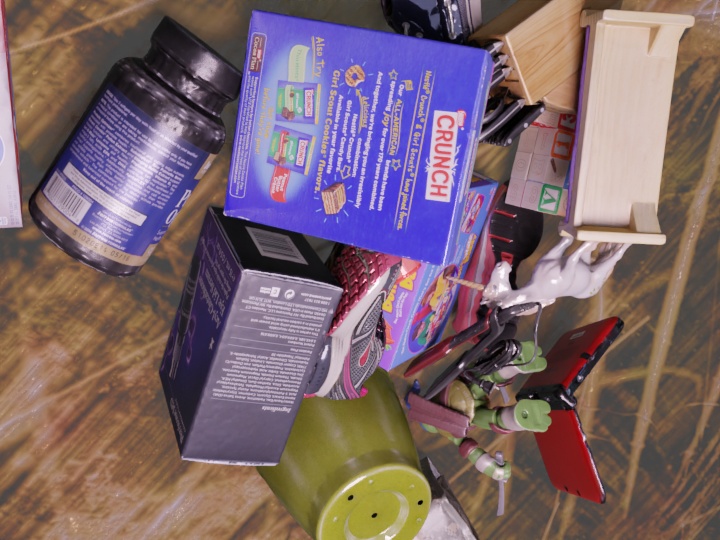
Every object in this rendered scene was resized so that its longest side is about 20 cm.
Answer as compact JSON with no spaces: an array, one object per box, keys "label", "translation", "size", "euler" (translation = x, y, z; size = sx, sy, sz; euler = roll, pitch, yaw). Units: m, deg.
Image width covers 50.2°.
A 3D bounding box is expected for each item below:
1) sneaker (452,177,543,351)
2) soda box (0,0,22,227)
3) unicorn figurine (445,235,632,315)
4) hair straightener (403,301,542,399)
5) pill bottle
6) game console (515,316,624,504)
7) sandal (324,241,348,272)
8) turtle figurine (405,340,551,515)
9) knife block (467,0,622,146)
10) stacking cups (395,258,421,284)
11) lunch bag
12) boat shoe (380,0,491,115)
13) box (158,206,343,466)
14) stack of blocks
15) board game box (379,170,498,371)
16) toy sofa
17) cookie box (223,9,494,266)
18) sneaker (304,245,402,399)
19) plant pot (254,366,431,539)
[{"label":"sneaker","translation":[0.147,-0.011,0.890],"size":[0.073,0.086,0.204],"euler":[19,82,-26]},{"label":"soda box","translation":[-0.308,-0.137,0.607],"size":[0.062,0.070,0.204],"euler":[-5,117,-21]},{"label":"unicorn figurine","translation":[0.213,-0.004,0.813],"size":[0.197,0.074,0.138],"euler":[12,124,-33]},{"label":"hair straightener","translation":[0.131,0.093,0.831],"size":[0.077,0.041,0.200],"euler":[47,131,-1]},{"label":"pill bottle","translation":[-0.185,-0.106,0.656],"size":[0.111,0.112,0.201],"euler":[31,100,-34]},{"label":"game console","translation":[0.270,0.165,0.929],"size":[0.118,0.200,0.173],"euler":[40,81,5]},{"label":"sandal","translation":[0.000,0.000,0.811],"size":[0.081,0.055,0.202],"euler":[32,100,7]},{"label":"turtle figurine","translation":[0.171,0.169,0.933],"size":[0.199,0.194,0.145],"euler":[40,57,-6]},{"label":"knife block","translation":[0.144,-0.210,0.704],"size":[0.173,0.064,0.204],"euler":[9,99,-29]},{"label":"stacking cups","translation":[-0.004,-0.083,0.736],"size":[0.060,0.060,0.202],"euler":[-35,99,-4]},{"label":"lunch bag","translation":[0.049,0.323,0.938],"size":[0.163,0.200,0.118],"euler":[-36,98,0]},{"label":"boat shoe","translation":[0.069,-0.227,0.745],"size":[0.091,0.075,0.204],"euler":[-15,112,-12]},{"label":"box","translation":[-0.115,0.064,0.754],"size":[0.103,0.148,0.203],"euler":[11,110,-29]},{"label":"stack of blocks","translation":[0.216,-0.163,0.823],"size":[0.113,0.058,0.204],"euler":[7,99,-29]},{"label":"board game box","translation":[0.074,-0.005,0.828],"size":[0.134,0.044,0.203],"euler":[-16,129,-60]},{"label":"toy sofa","translation":[0.231,-0.128,0.696],"size":[0.081,0.098,0.205],"euler":[3,102,-2]},{"label":"cookie box","translation":[-0.002,-0.109,0.644],"size":[0.196,0.075,0.175],"euler":[14,102,13]},{"label":"sneaker","translation":[-0.003,0.049,0.750],"size":[0.073,0.082,0.202],"euler":[11,133,-17]},{"label":"plant pot","translation":[-0.018,0.207,0.845],"size":[0.197,0.193,0.204],"euler":[-11,119,-20]}]
